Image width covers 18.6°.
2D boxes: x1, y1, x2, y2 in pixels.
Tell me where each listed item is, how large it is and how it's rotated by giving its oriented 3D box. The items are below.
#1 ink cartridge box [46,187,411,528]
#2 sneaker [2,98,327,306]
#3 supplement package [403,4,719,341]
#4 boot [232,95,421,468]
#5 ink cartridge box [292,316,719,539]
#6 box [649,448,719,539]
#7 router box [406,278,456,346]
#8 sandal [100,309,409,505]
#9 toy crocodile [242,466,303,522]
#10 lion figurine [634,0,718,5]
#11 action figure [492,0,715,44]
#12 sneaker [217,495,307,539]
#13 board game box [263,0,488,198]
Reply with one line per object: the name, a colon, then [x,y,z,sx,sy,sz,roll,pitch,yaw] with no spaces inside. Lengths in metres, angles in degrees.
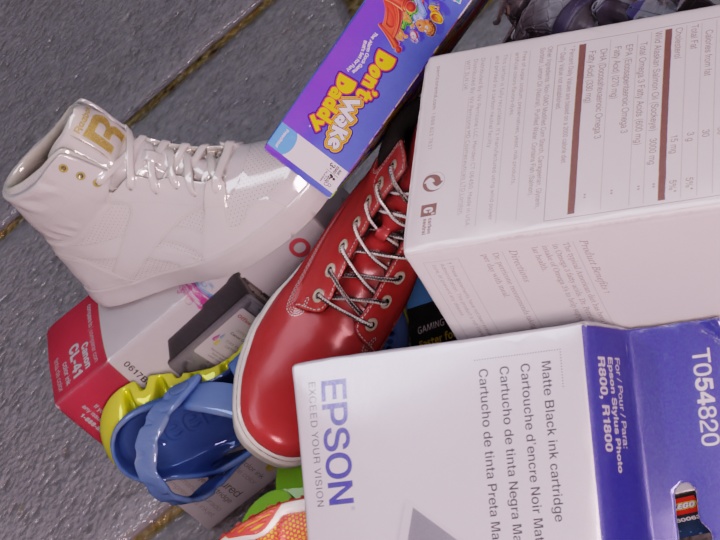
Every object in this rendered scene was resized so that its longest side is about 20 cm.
ink cartridge box: [-0.070,0.041,1.337,0.199,0.148,0.086,-38,32,16]
sneaker: [-0.115,-0.052,1.246,0.199,0.116,0.074,-21,37,33]
supplement package: [0.135,-0.035,1.005,0.198,0.117,0.118,-8,52,21]
boot: [0.000,0.000,1.157,0.201,0.072,0.144,-62,3,-28]
ink cartridge box: [0.072,0.127,0.978,0.198,0.041,0.202,-9,80,20]
box: [0.227,0.038,1.007,0.198,0.038,0.138,-14,49,16]
router box: [0.112,-0.037,1.236,0.199,0.051,0.151,-21,65,35]
sandal: [-0.058,0.076,1.256,0.199,0.080,0.087,-32,20,9]
toy crocodile: [-0.027,0.178,1.203,0.061,0.068,0.201,-28,35,26]
lion figurine: [0.158,-0.130,1.318,0.123,0.072,0.200,-56,36,12]
action figure: [0.124,-0.126,1.165,0.131,0.069,0.200,-62,33,5]
sneaker: [-0.004,0.143,1.059,0.199,0.073,0.078,-22,73,24]
board game box: [0.024,-0.126,1.198,0.135,0.045,0.200,-54,0,20]
